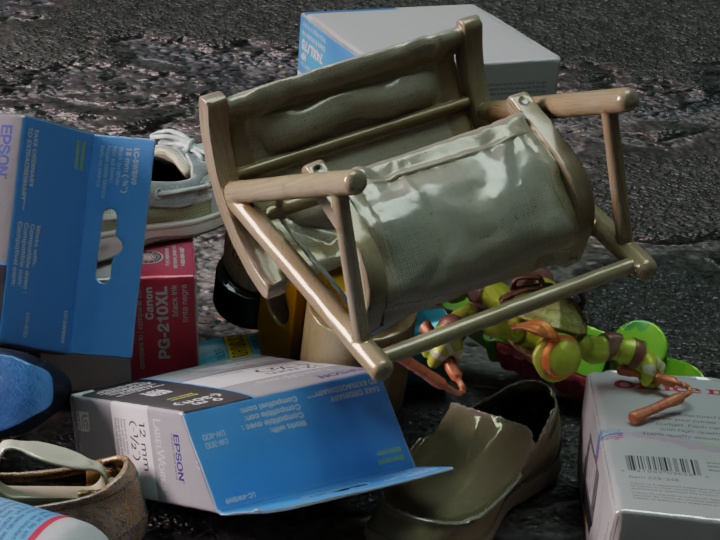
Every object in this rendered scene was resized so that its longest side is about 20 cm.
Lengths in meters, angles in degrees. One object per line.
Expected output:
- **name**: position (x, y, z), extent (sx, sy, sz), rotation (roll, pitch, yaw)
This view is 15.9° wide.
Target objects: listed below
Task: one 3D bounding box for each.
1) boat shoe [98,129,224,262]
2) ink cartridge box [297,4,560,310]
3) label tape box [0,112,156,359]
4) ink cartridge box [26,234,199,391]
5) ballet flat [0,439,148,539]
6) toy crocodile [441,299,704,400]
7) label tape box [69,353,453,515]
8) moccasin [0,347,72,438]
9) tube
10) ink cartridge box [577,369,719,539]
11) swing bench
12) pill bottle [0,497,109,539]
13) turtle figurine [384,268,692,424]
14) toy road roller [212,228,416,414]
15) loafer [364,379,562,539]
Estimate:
- **boat shoe**: position (-0.143, -0.057, 1.707), extent (0.074, 0.065, 0.202), rotation (21, 29, 41)
- **ink cartridge box**: position (0.042, -0.077, 1.876), extent (0.147, 0.200, 0.146), rotation (-5, 23, -24)
- **label tape box**: position (-0.238, -0.026, 1.596), extent (0.200, 0.144, 0.063), rotation (4, -6, 11)
- **ink cartridge box**: position (-0.210, 0.017, 1.720), extent (0.200, 0.084, 0.145), rotation (-2, 22, -5)
- **ballet flat**: position (-0.223, 0.129, 1.490), extent (0.200, 0.067, 0.068), rotation (-1, 25, -15)
- **toy crocodile**: position (0.147, 0.059, 1.745), extent (0.200, 0.068, 0.062), rotation (20, 69, 13)
- **label tape box**: position (-0.062, 0.097, 1.537), extent (0.143, 0.066, 0.200), rotation (-11, 7, -35)
- **moccasin**: position (-0.271, 0.082, 1.578), extent (0.200, 0.081, 0.068), rotation (5, 0, 21)
- **tube**: position (-0.038, 0.060, 1.739), extent (0.200, 0.050, 0.077), rotation (-6, 16, -8)
- **ink cartridge box**: position (0.210, 0.141, 1.541), extent (0.147, 0.086, 0.200), rotation (5, 20, -1)
- **swing bench**: position (0.038, -0.051, 1.546), extent (0.199, 0.130, 0.200), rotation (-19, 26, -23)
- **pill bottle**: position (-0.196, 0.172, 1.340), extent (0.200, 0.109, 0.109), rotation (13, 23, 19)
- **turtle figurine**: position (0.097, 0.030, 1.582), extent (0.200, 0.064, 0.161), rotation (6, 19, -17)
- **toy road roller**: position (0.000, 0.000, 1.683), extent (0.146, 0.123, 0.200), rotation (-16, 46, -25)
- **loafer**: position (0.065, 0.119, 1.579), extent (0.076, 0.068, 0.200), rotation (16, 24, 23)
